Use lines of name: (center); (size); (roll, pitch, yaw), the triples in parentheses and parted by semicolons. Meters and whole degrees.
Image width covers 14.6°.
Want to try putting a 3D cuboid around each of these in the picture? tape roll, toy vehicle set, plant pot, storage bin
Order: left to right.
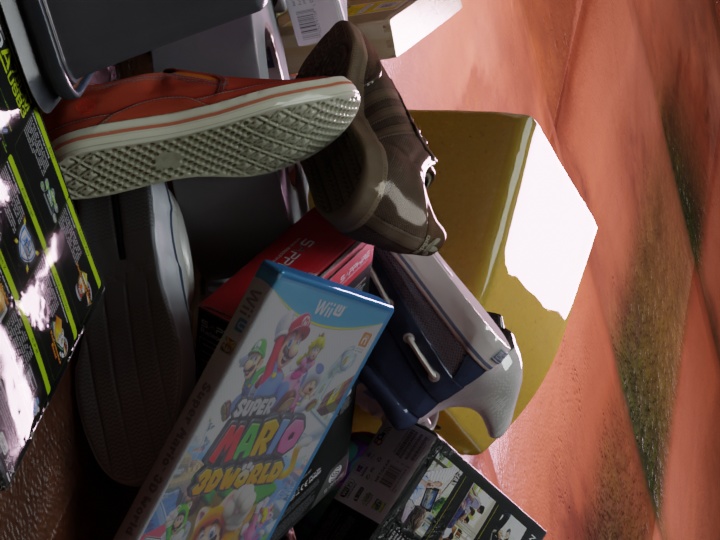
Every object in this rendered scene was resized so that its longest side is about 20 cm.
storage bin: (-0.121, -0.188, 1.544); (0.200, 0.134, 0.146); (-83, 157, -73)
tape roll: (-0.080, -0.097, 1.748); (0.200, 0.066, 0.201); (-10, 90, -86)
toy vehicle set: (-0.011, -0.171, 1.970); (0.200, 0.124, 0.027); (-44, 125, -68)
plant pot: (0.037, 0.017, 1.961); (0.194, 0.195, 0.200); (51, 46, -60)

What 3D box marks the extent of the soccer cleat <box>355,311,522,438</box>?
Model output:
soccer cleat: (0.009, 0.069, 1.835); (0.070, 0.200, 0.087); (-39, 131, -60)

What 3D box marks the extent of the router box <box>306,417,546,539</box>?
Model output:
router box: (0.018, 0.213, 1.817); (0.200, 0.051, 0.149); (-56, 135, -9)

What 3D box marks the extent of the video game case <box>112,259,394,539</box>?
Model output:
video game case: (-0.063, 0.095, 1.615); (0.200, 0.018, 0.143); (-62, 151, 5)

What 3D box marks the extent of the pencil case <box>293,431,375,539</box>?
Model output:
pencil case: (0.004, 0.207, 1.936); (0.092, 0.085, 0.200); (-85, 163, -66)

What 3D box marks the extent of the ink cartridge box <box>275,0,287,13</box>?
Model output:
ink cartridge box: (-0.081, -0.280, 1.895); (0.095, 0.037, 0.200); (-73, 153, -47)

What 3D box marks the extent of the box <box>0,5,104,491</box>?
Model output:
box: (-0.203, -0.019, 1.433); (0.193, 0.047, 0.200); (-75, 151, -56)

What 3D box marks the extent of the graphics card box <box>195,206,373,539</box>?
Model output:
graphics card box: (-0.050, 0.074, 1.701); (0.125, 0.051, 0.200); (-43, 148, -43)

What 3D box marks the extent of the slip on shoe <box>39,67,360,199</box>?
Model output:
slip on shoe: (-0.093, -0.089, 1.605); (0.074, 0.200, 0.061); (111, -38, -53)

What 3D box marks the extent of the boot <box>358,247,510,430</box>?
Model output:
boot: (0.000, 0.000, 1.766); (0.200, 0.090, 0.073); (53, 7, 13)

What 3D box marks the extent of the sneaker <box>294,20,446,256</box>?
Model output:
sneaker: (0.005, -0.074, 1.705); (0.075, 0.070, 0.200); (32, 28, -26)

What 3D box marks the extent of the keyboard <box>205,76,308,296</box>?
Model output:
keyboard: (-0.062, -0.058, 1.880); (0.011, 0.056, 0.200); (100, -1, -50)

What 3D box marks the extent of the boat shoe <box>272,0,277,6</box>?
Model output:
boat shoe: (-0.100, -0.223, 1.794); (0.200, 0.072, 0.068); (62, 13, -65)

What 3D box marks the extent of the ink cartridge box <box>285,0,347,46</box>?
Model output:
ink cartridge box: (-0.036, -0.240, 1.869); (0.200, 0.039, 0.100); (-89, 165, -58)

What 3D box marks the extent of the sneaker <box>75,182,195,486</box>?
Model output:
sneaker: (-0.121, 0.029, 1.627); (0.071, 0.073, 0.201); (34, 51, -64)
